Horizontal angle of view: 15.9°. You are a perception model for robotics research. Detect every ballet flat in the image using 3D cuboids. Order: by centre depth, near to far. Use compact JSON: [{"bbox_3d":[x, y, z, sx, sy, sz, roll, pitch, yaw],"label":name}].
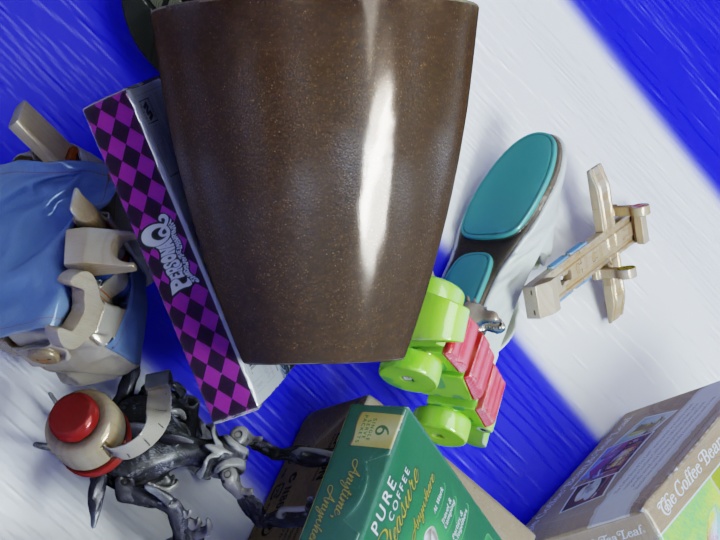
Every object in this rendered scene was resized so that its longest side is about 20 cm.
[{"bbox_3d":[0.098,-0.004,1.803,0.069,0.069,0.200,40,60,-23],"label":"ballet flat"}]

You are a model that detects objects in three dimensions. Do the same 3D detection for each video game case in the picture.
[{"bbox_3d":[-0.095,-0.021,1.555,0.181,0.036,0.200,-51,119,-77],"label":"video game case"}]

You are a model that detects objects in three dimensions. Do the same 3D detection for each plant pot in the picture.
[{"bbox_3d":[-0.024,-0.048,1.461,0.187,0.187,0.201,-1,91,-39],"label":"plant pot"}]

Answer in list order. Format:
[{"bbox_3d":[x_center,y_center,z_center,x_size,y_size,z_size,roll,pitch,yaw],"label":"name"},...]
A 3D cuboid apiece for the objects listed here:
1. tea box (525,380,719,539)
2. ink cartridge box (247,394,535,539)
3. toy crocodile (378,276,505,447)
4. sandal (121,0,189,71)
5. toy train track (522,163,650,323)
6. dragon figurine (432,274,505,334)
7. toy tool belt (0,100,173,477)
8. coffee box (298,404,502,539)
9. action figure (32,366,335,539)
[{"bbox_3d":[0.234,0.208,1.778,0.197,0.133,0.200,58,42,-9],"label":"tea box"},{"bbox_3d":[0.005,0.208,1.650,0.165,0.075,0.200,40,55,-22],"label":"ink cartridge box"},{"bbox_3d":[0.059,0.061,1.622,0.200,0.062,0.068,61,42,-58],"label":"toy crocodile"},{"bbox_3d":[-0.082,-0.139,1.697,0.080,0.057,0.201,-45,111,4],"label":"sandal"},{"bbox_3d":[0.171,-0.008,1.833,0.200,0.032,0.115,-32,116,-57],"label":"toy train track"},{"bbox_3d":[0.000,0.000,1.708,0.200,0.100,0.059,24,62,15],"label":"dragon figurine"},{"bbox_3d":[-0.180,0.009,1.517,0.123,0.125,0.200,53,30,-53],"label":"toy tool belt"},{"bbox_3d":[0.030,0.181,1.548,0.200,0.044,0.123,55,48,-47],"label":"coffee box"},{"bbox_3d":[-0.096,0.127,1.570,0.200,0.102,0.119,11,53,5],"label":"action figure"}]
